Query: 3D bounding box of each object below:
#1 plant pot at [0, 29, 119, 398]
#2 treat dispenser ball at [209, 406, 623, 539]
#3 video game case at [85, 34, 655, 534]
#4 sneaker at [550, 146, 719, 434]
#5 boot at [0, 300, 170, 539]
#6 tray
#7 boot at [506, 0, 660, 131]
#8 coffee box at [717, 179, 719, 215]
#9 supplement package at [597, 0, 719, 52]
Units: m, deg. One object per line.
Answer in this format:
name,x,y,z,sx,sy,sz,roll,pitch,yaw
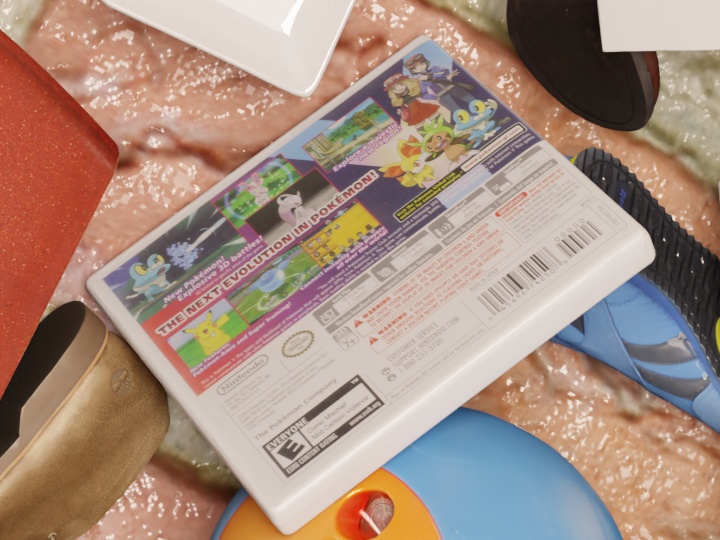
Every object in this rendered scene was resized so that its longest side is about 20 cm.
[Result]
plant pot,-0.218,-0.038,1.024,0.176,0.200,0.201,27,90,-27
treat dispenser ball,0.025,0.159,1.103,0.200,0.201,0.202,-2,98,-15
video game case,0.000,0.000,1.097,0.200,0.182,0.023,-37,137,-8
sneaker,0.130,0.019,1.196,0.200,0.078,0.066,43,42,-30
boot,-0.163,0.114,1.119,0.075,0.074,0.200,43,83,-26
tray,-0.029,-0.187,1.085,0.107,0.022,0.201,24,91,-17
boot,0.129,-0.189,1.148,0.200,0.068,0.189,-47,115,-34
coffee box,0.238,0.045,1.185,0.113,0.080,0.201,-20,107,-46
supplement package,0.207,-0.186,1.073,0.200,0.150,0.153,-26,113,-53
